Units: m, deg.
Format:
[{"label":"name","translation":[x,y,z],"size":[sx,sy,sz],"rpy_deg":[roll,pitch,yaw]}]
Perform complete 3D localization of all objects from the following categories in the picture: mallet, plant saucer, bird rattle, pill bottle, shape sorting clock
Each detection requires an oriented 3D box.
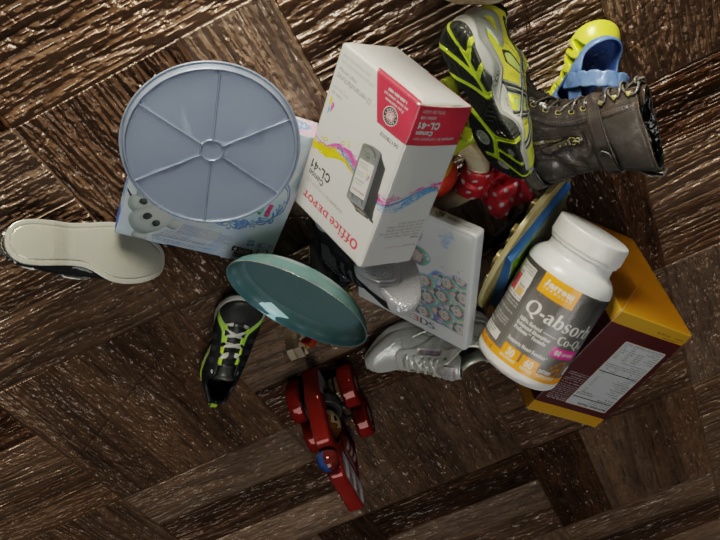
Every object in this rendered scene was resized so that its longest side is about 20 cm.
[{"label":"mallet","translation":[0.150,-0.016,1.124],"size":[0.065,0.041,0.201],"rpy_deg":[23,120,-33]},{"label":"plant saucer","translation":[-0.077,0.035,1.018],"size":[0.197,0.028,0.201],"rpy_deg":[21,156,10]},{"label":"bird rattle","translation":[0.113,-0.133,0.989],"size":[0.161,0.114,0.200],"rpy_deg":[-19,145,26]},{"label":"pill bottle","translation":[0.240,0.038,0.995],"size":[0.115,0.117,0.202],"rpy_deg":[17,111,-26]},{"label":"shape sorting clock","translation":[0.211,-0.037,1.040],"size":[0.200,0.039,0.201],"rpy_deg":[-47,158,-25]}]

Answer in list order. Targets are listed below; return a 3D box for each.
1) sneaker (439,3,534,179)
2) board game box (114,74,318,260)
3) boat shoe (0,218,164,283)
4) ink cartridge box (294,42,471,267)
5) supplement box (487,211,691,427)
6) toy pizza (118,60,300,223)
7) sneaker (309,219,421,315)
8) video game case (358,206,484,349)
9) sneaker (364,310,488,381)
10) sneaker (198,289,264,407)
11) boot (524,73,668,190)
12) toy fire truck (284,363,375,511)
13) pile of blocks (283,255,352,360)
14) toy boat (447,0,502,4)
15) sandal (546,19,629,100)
[{"label":"sneaker","translation":[0.155,-0.186,0.850],"size":[0.076,0.075,0.202],"rpy_deg":[-41,128,-19]},{"label":"board game box","translation":[-0.173,-0.111,0.959],"size":[0.197,0.044,0.200],"rpy_deg":[13,127,-22]},{"label":"boat shoe","translation":[-0.343,-0.022,0.993],"size":[0.197,0.075,0.060],"rpy_deg":[4,175,-37]},{"label":"ink cartridge box","translation":[0.019,-0.127,0.890],"size":[0.085,0.148,0.202],"rpy_deg":[-6,129,-40]},{"label":"supplement box","translation":[0.309,0.070,1.121],"size":[0.131,0.199,0.201],"rpy_deg":[18,126,-26]},{"label":"toy pizza","translation":[-0.165,-0.140,0.886],"size":[0.196,0.032,0.203],"rpy_deg":[-6,129,-8]},{"label":"sneaker","translation":[0.000,0.000,1.008],"size":[0.075,0.201,0.115],"rpy_deg":[-20,147,-32]},{"label":"video game case","translation":[0.071,-0.007,1.040],"size":[0.024,0.180,0.202],"rpy_deg":[-42,146,-35]},{"label":"sneaker","translation":[0.102,0.121,1.192],"size":[0.197,0.101,0.075],"rpy_deg":[-16,136,5]},{"label":"sneaker","translation":[-0.181,0.118,1.139],"size":[0.071,0.084,0.202],"rpy_deg":[8,130,-19]},{"label":"boot","translation":[0.238,-0.181,0.886],"size":[0.173,0.069,0.202],"rpy_deg":[-10,119,48]},{"label":"toy fire truck","translation":[-0.040,0.253,1.234],"size":[0.110,0.169,0.202],"rpy_deg":[-18,133,4]},{"label":"pile of blocks","translation":[-0.053,0.065,1.133],"size":[0.081,0.063,0.202],"rpy_deg":[8,130,-18]},{"label":"toy boat","translation":[0.085,-0.356,0.760],"size":[0.199,0.130,0.132],"rpy_deg":[30,90,-33]},{"label":"sandal","translation":[0.257,-0.189,0.953],"size":[0.078,0.088,0.202],"rpy_deg":[1,133,-16]}]
